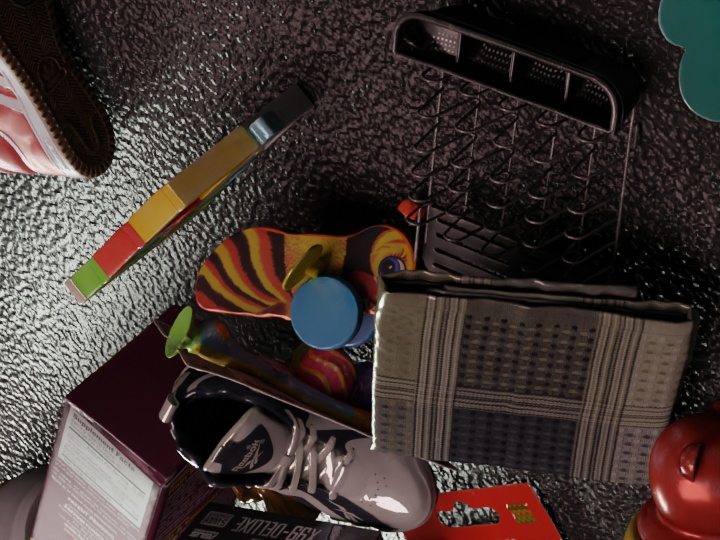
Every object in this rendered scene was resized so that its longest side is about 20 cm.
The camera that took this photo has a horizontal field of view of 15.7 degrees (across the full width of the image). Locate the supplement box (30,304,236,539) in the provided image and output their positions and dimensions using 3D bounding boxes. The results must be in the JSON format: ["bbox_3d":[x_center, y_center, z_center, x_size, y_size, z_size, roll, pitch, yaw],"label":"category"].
[{"bbox_3d":[-0.157,0.146,1.922,0.103,0.131,0.201,38,140,15],"label":"supplement box"}]

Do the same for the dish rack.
[{"bbox_3d":[0.089,-0.051,1.548,0.153,0.054,0.201,23,125,29],"label":"dish rack"}]

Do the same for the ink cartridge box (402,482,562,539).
[{"bbox_3d":[0.100,0.247,1.814,0.162,0.050,0.201,-12,115,49],"label":"ink cartridge box"}]

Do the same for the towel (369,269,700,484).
[{"bbox_3d":[0.102,0.062,1.579,0.191,0.035,0.201,7,146,2],"label":"towel"}]

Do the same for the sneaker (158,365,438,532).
[{"bbox_3d":[-0.050,0.126,1.754,0.199,0.130,0.080,35,108,10],"label":"sneaker"}]

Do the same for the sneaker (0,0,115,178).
[{"bbox_3d":[-0.258,-0.150,1.824,0.112,0.071,0.201,-1,122,42],"label":"sneaker"}]

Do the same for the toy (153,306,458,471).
[{"bbox_3d":[-0.031,0.067,1.714,0.199,0.048,0.115,20,-173,-20],"label":"toy"}]

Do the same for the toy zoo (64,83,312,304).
[{"bbox_3d":[-0.107,-0.055,1.701,0.020,0.131,0.200,50,144,-1],"label":"toy zoo"}]

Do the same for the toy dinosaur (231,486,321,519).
[{"bbox_3d":[-0.053,0.171,1.868,0.106,0.060,0.201,49,132,22],"label":"toy dinosaur"}]

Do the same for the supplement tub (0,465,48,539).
[{"bbox_3d":[-0.261,0.237,2.094,0.200,0.145,0.146,-24,103,52],"label":"supplement tub"}]

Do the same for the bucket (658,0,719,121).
[{"bbox_3d":[0.263,-0.131,1.257,0.206,0.135,0.208,26,138,27],"label":"bucket"}]

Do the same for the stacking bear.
[{"bbox_3d":[0.211,0.179,1.602,0.113,0.121,0.201,17,123,26],"label":"stacking bear"}]

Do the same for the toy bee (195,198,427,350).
[{"bbox_3d":[0.000,0.000,1.674,0.198,0.110,0.131,16,-176,-6],"label":"toy bee"}]

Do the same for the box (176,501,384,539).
[{"bbox_3d":[-0.027,0.262,1.848,0.157,0.050,0.201,6,131,37],"label":"box"}]
